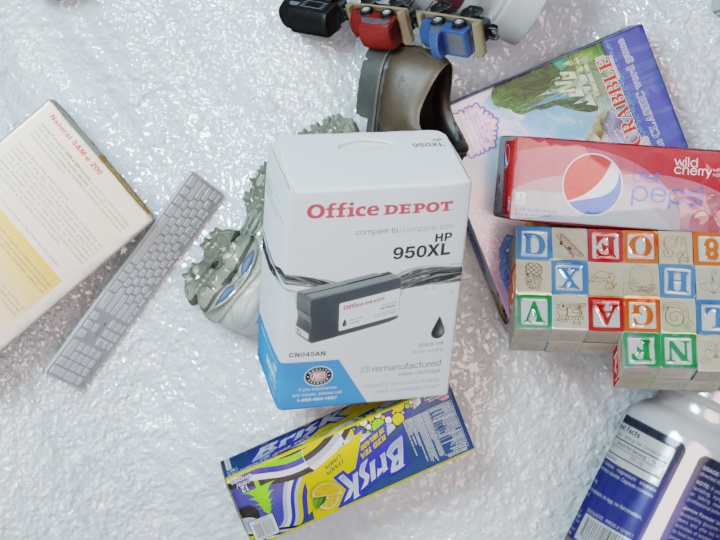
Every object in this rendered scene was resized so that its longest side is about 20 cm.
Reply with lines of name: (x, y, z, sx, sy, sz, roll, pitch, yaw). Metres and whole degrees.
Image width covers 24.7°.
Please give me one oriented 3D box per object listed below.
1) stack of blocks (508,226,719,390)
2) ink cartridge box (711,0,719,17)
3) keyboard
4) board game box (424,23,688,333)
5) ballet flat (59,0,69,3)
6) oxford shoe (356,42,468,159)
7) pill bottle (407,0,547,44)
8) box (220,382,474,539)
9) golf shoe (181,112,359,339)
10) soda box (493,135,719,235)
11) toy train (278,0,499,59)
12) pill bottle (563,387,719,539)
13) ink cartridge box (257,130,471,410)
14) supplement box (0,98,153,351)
stack of blocks: (0.219, 0.031, 1.314, 0.199, 0.059, 0.116, 2, 70, -1)
ink cartridge box: (0.381, -0.307, 1.369, 0.145, 0.084, 0.201, 3, 94, -7)
keyboard: (-0.183, 0.009, 1.337, 0.011, 0.056, 0.200, 35, 89, 24)
board game box: (0.178, -0.076, 1.381, 0.199, 0.041, 0.201, -24, 96, -5)
ballet flat: (-0.194, -0.297, 1.305, 0.075, 0.064, 0.201, 34, 89, -8)
oxford shoe: (0.042, -0.080, 1.324, 0.084, 0.073, 0.201, 14, 115, 28)
pill bottle: (0.057, -0.266, 1.314, 0.199, 0.114, 0.115, 25, 91, -8)
box: (-0.012, 0.153, 1.359, 0.199, 0.070, 0.065, -23, 99, -5)
golf shoe: (-0.055, -0.033, 1.351, 0.097, 0.078, 0.200, 38, 92, -28)
soda box: (0.212, -0.068, 1.333, 0.199, 0.063, 0.070, 3, 93, -7)
toy train: (0.018, -0.195, 1.294, 0.046, 0.199, 0.034, -46, 136, -39)
pill bottle: (0.257, 0.178, 1.374, 0.115, 0.116, 0.201, 27, 91, -9)
ink cartridge box: (0.000, 0.000, 1.280, 0.144, 0.084, 0.201, -4, 122, -14)
supplement box: (-0.278, -0.025, 1.309, 0.200, 0.074, 0.126, -40, 98, -3)
